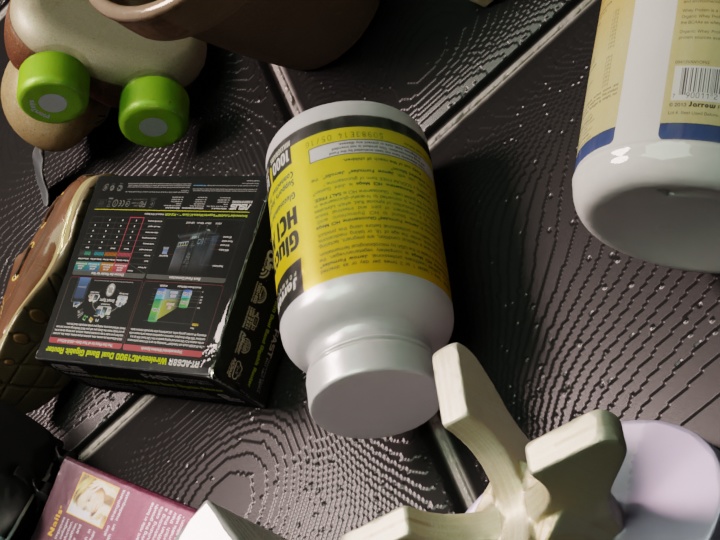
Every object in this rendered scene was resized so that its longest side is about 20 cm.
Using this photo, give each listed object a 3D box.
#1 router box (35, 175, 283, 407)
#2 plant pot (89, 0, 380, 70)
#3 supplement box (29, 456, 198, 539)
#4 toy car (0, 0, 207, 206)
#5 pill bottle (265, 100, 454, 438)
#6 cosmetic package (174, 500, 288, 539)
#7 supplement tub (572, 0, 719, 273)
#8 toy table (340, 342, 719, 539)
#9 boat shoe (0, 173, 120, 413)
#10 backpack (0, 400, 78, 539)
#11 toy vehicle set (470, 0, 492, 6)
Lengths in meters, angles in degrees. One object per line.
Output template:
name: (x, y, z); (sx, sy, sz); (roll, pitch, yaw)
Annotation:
router box: (-0.131, 0.012, 1.403); (0.199, 0.062, 0.151); (3, 69, 44)
plant pot: (-0.076, -0.231, 1.407); (0.199, 0.174, 0.202); (-22, 53, 32)
supplement box: (-0.131, 0.207, 1.275); (0.199, 0.085, 0.111); (14, 77, 46)
toy car: (-0.222, -0.143, 1.556); (0.200, 0.156, 0.165); (125, 151, -49)
pill bottle: (0.000, 0.000, 1.251); (0.112, 0.112, 0.201); (-28, 50, 28)
cosmetic package: (-0.022, 0.218, 1.085); (0.085, 0.200, 0.108); (-51, 41, 5)
supplement tub: (0.203, -0.114, 1.105); (0.144, 0.144, 0.202); (-6, 63, 40)
toy table: (0.095, 0.137, 1.084); (0.200, 0.117, 0.185); (-39, 46, 21)
boat shoe: (-0.236, 0.018, 1.497); (0.067, 0.072, 0.201); (5, 66, 51)
backpack: (-0.314, 0.195, 1.388); (0.201, 0.150, 0.178); (-61, 5, 14)
toy vehicle set: (0.115, -0.298, 1.344); (0.124, 0.026, 0.202); (-34, 44, 54)
